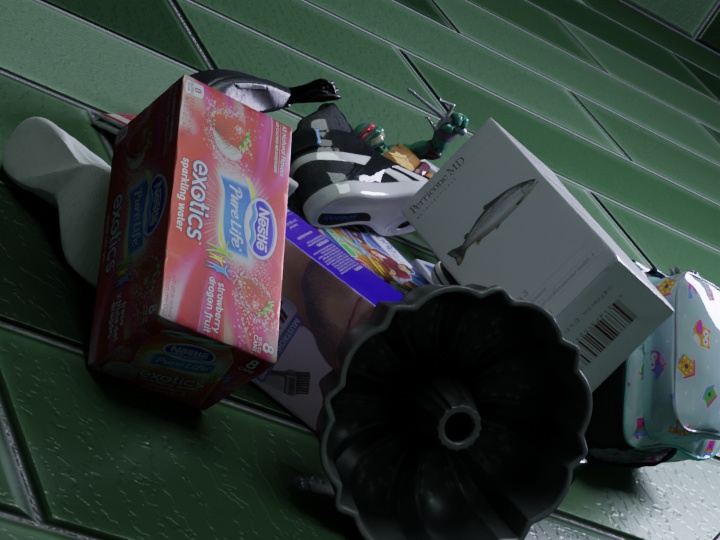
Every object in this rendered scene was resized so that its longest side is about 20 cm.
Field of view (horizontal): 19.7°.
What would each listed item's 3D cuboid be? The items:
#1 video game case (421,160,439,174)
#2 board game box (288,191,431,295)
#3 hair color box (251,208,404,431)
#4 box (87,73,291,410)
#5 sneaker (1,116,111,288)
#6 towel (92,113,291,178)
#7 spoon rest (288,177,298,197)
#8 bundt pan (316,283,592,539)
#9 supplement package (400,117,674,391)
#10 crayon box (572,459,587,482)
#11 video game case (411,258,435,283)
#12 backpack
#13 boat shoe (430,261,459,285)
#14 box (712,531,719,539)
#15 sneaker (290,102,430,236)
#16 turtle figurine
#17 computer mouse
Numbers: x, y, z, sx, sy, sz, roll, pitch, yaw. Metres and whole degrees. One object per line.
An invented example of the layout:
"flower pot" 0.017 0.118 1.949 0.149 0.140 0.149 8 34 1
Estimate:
"video game case" 0.135 -0.060 2.171 0.199 0.023 0.182 33 5 0
"board game box" 0.000 0.000 1.834 0.200 0.035 0.135 46 20 31
"hair color box" -0.027 0.049 1.545 0.199 0.110 0.065 36 18 7
"box" -0.116 -0.020 1.447 0.099 0.095 0.201 24 52 -30
"sneaker" -0.190 -0.043 1.569 0.088 0.075 0.200 32 13 -49
"towel" -0.127 -0.112 1.858 0.143 0.023 0.199 23 12 28
"spoon rest" -0.080 -0.003 1.693 0.099 0.061 0.201 26 33 -19
"bundt pan" 0.056 0.098 1.450 0.201 0.203 0.076 26 5 -23
"supplement package" 0.146 -0.009 1.741 0.117 0.117 0.200 35 12 -49
"crayon box" 0.073 0.112 1.655 0.200 0.052 0.125 43 19 21
"video game case" 0.155 0.070 1.954 0.199 0.023 0.183 17 25 -40
"backpack" 0.262 0.086 1.840 0.152 0.178 0.200 -6 -14 28
"boat shoe" 0.153 0.016 1.894 0.199 0.062 0.075 14 33 -28
"box" 0.316 0.285 1.523 0.200 0.124 0.198 41 20 13
"sneaker" 0.003 -0.098 1.863 0.199 0.073 0.113 4 55 -56
"turtle figurine" 0.052 -0.093 2.033 0.200 0.150 0.101 45 -20 -3
"computer mouse" -0.127 -0.155 1.838 0.140 0.046 0.199 -4 8 44
